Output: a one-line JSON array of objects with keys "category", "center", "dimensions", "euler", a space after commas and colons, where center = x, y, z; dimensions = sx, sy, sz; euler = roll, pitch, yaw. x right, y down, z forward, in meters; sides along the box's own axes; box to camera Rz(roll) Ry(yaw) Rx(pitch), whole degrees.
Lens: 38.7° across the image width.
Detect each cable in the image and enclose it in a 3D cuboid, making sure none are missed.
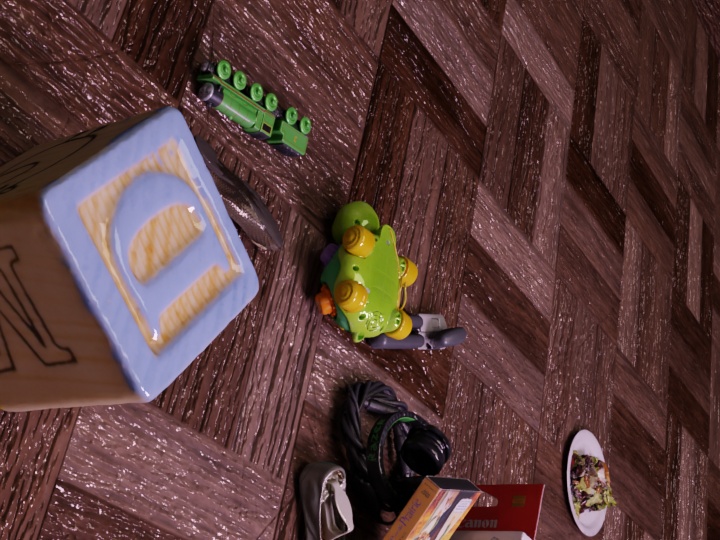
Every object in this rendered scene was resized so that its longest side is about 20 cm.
[{"category": "cable", "center": [0.031, 0.233, 1.405], "dimensions": [0.163, 0.050, 0.202], "euler": [-51, 124, -48]}]

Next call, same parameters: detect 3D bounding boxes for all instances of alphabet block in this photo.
[{"category": "alphabet block", "center": [-0.244, -0.007, 0.919], "dimensions": [0.195, 0.198, 0.199], "euler": [-47, 121, -50]}]

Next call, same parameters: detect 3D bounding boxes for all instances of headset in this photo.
[{"category": "headset", "center": [0.071, 0.273, 1.381], "dimensions": [0.200, 0.093, 0.125], "euler": [41, 51, -31]}]

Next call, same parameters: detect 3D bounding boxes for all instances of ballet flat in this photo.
[{"category": "ballet flat", "center": [-0.036, 0.339, 1.271], "dimensions": [0.067, 0.063, 0.203], "euler": [-4, 86, -56]}, {"category": "ballet flat", "center": [-0.155, -0.084, 1.211], "dimensions": [0.200, 0.046, 0.068], "euler": [48, 15, -47]}]

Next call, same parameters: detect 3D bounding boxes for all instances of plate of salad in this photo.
[{"category": "plate of salad", "center": [0.450, 0.411, 1.990], "dimensions": [0.199, 0.048, 0.203], "euler": [16, 71, -54]}]

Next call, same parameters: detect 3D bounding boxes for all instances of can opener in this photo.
[{"category": "can opener", "center": [0.088, 0.088, 1.506], "dimensions": [0.199, 0.066, 0.054], "euler": [6, 77, -56]}]

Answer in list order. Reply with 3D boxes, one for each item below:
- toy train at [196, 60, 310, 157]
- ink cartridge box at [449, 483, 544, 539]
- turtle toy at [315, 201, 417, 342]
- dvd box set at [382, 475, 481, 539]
[{"category": "toy train", "center": [-0.131, -0.197, 1.272], "dimensions": [0.199, 0.041, 0.057], "euler": [27, 71, -51]}, {"category": "ink cartridge box", "center": [0.147, 0.370, 1.413], "dimensions": [0.045, 0.198, 0.178], "euler": [43, 50, -40]}, {"category": "turtle toy", "center": [0.000, 0.000, 1.364], "dimensions": [0.145, 0.100, 0.203], "euler": [33, 56, -47]}, {"category": "dvd box set", "center": [0.065, 0.353, 1.308], "dimensions": [0.201, 0.029, 0.146], "euler": [-56, 150, 5]}]
